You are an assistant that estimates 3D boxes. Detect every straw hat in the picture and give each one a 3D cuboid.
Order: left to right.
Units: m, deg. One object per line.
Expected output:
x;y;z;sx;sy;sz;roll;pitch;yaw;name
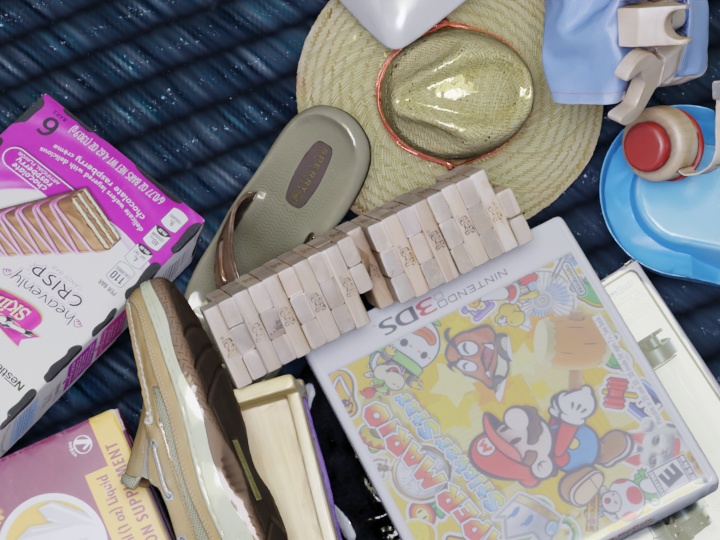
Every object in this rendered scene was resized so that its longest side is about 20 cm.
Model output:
0.061;-0.111;1.504;0.200;0.085;0.202;0;95;-5;straw hat

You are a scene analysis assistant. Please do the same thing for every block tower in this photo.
0.000;0.000;1.454;0.199;0.058;0.054;-27;100;-9;block tower

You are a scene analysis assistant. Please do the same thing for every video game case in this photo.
0.087;0.087;1.442;0.181;0.023;0.200;-26;65;-5;video game case

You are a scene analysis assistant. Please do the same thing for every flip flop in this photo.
-0.057;-0.010;1.499;0.081;0.058;0.200;31;104;7;flip flop

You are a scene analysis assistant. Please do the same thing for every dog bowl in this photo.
0.249;-0.037;1.532;0.199;0.050;0.112;10;77;3;dog bowl

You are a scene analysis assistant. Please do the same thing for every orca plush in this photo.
0.004;0.143;1.479;0.105;0.071;0.201;-3;77;-1;orca plush

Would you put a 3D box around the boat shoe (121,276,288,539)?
-0.107;0.105;1.393;0.076;0.072;0.201;-23;77;13;boat shoe

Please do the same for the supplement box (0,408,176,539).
-0.209;0.185;1.453;0.199;0.103;0.131;-24;79;-5;supplement box

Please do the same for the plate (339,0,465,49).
0.037;-0.261;1.528;0.200;0.032;0.200;-38;60;-8;plate

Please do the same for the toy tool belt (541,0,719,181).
0.153;-0.147;1.447;0.125;0.123;0.201;2;99;38;toy tool belt

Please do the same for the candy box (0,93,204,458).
-0.211;0.004;1.486;0.136;0.061;0.200;38;62;8;candy box

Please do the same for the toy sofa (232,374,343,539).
-0.049;0.169;1.455;0.082;0.098;0.201;-16;77;4;toy sofa

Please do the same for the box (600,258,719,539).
0.175;0.109;1.493;0.116;0.060;0.200;-32;80;-7;box

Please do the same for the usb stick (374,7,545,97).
0.071;-0.147;1.564;0.199;0.033;0.056;-15;79;-3;usb stick
